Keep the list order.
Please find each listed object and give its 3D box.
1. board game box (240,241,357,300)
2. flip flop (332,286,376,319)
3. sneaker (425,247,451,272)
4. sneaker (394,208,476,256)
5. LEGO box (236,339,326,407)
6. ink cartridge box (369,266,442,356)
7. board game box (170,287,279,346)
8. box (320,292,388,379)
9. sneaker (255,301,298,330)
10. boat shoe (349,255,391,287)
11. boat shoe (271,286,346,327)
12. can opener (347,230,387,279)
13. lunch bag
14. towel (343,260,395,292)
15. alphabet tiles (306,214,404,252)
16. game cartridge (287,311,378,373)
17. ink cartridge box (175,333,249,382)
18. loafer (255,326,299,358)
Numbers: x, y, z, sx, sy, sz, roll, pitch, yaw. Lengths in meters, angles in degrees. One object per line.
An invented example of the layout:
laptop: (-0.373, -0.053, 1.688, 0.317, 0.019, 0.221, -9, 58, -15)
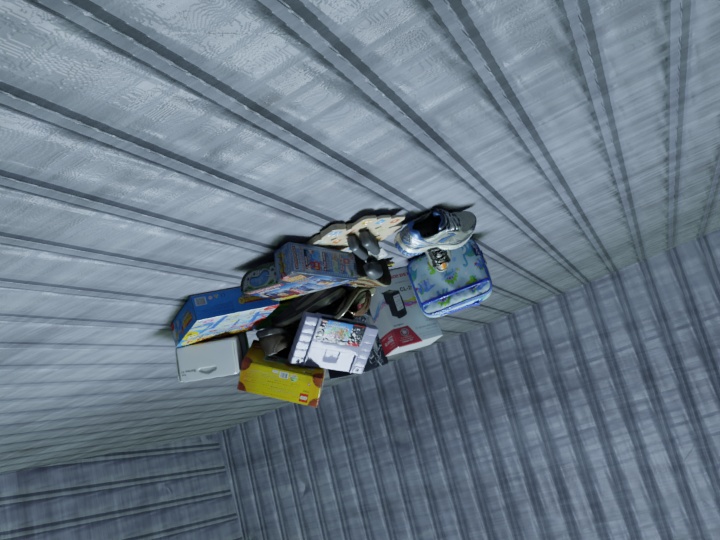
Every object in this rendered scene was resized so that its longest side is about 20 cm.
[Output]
board game box: (-0.135, 0.001, 1.467, 0.196, 0.063, 0.199, -15, 165, 21)
flip flop: (-0.003, 0.079, 1.765, 0.081, 0.058, 0.199, -45, 171, 20)
sneaker: (0.180, -0.049, 1.684, 0.072, 0.081, 0.200, -18, 165, 7)
sneaker: (0.169, -0.088, 1.533, 0.196, 0.078, 0.086, -19, 157, -26)
LEGO box: (-0.185, 0.246, 1.779, 0.195, 0.079, 0.149, 13, -166, 0)
ink cartridge box: (0.106, 0.101, 1.905, 0.143, 0.204, 0.083, -11, 163, -27)
board game box: (-0.306, 0.099, 1.650, 0.196, 0.057, 0.196, -11, 164, -30)
box: (-0.021, 0.165, 1.920, 0.102, 0.205, 0.181, -14, 176, 20)
sneaker: (-0.179, 0.125, 1.859, 0.196, 0.085, 0.074, -10, 164, -31)
boat shoe: (0.000, 0.000, 1.667, 0.073, 0.078, 0.199, -19, 160, 28)
boat shoe: (-0.129, 0.074, 1.760, 0.197, 0.075, 0.074, -27, 169, 7)
can opener: (0.021, -0.028, 1.518, 0.052, 0.068, 0.200, -19, 168, 9)
lunch bag: (0.227, 0.023, 1.846, 0.196, 0.164, 0.082, -19, 167, 7)
towel: (-0.018, 0.023, 1.816, 0.141, 0.023, 0.199, -9, 162, -39)
alphabet tiles: (-0.010, -0.072, 1.478, 0.197, 0.015, 0.194, -6, 163, -42)
game cartridge: (-0.062, 0.172, 1.742, 0.196, 0.039, 0.132, 12, 112, -28)
ink cartridge box: (-0.354, 0.203, 1.781, 0.143, 0.085, 0.200, -9, -177, -1)
loafer: (-0.183, 0.178, 1.769, 0.072, 0.073, 0.199, -16, 168, 27)
